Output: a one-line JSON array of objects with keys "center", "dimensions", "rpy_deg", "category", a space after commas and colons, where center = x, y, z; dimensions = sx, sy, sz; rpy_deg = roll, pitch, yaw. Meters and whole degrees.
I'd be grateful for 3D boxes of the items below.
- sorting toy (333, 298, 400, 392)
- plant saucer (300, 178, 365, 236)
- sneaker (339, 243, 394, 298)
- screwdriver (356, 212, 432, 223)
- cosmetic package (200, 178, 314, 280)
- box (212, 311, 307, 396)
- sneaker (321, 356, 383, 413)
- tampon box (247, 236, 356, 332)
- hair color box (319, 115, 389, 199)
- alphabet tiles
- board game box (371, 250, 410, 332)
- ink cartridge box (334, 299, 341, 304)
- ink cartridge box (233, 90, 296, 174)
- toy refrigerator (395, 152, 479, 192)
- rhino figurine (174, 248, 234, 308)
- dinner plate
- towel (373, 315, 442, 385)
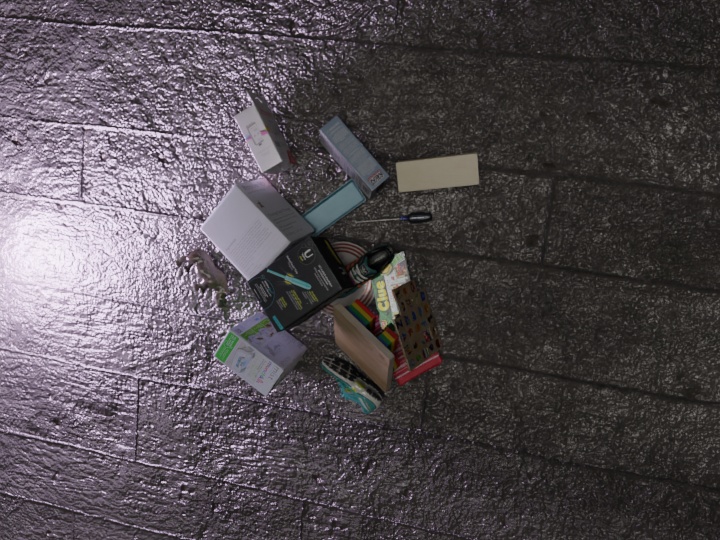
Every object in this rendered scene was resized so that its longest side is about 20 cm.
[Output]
[{"center": [0.023, 0.185, 1.373], "dimensions": [0.069, 0.199, 0.200], "rpy_deg": [-37, 63, -23], "category": "sorting toy"}, {"center": [-0.081, -0.160, 1.434], "dimensions": [0.199, 0.019, 0.070], "rpy_deg": [-34, 90, 15], "category": "plant saucer"}, {"center": [0.000, 0.000, 1.365], "dimensions": [0.200, 0.080, 0.072], "rpy_deg": [-39, 89, 3], "category": "sneaker"}, {"center": [0.086, -0.136, 1.395], "dimensions": [0.198, 0.028, 0.029], "rpy_deg": [1, 127, 8], "category": "screwdriver"}, {"center": [-0.265, -0.106, 1.393], "dimensions": [0.200, 0.167, 0.166], "rpy_deg": [46, 112, 1], "category": "cosmetic package"}, {"center": [-0.259, 0.214, 1.430], "dimensions": [0.176, 0.200, 0.097], "rpy_deg": [36, 104, 4], "category": "box"}, {"center": [-0.033, 0.315, 1.465], "dimensions": [0.200, 0.077, 0.080], "rpy_deg": [40, 112, 4], "category": "sneaker"}, {"center": [-0.141, 0.032, 1.318], "dimensions": [0.199, 0.126, 0.150], "rpy_deg": [-34, 83, 14], "category": "tampon box"}, {"center": [-0.017, -0.283, 1.356], "dimensions": [0.061, 0.099, 0.200], "rpy_deg": [-40, 88, -5], "category": "hair color box"}, {"center": [0.138, 0.131, 1.361], "dimensions": [0.008, 0.167, 0.201], "rpy_deg": [-15, 95, 40], "category": "alphabet tiles"}, {"center": [0.086, 0.057, 1.408], "dimensions": [0.104, 0.023, 0.201], "rpy_deg": [-13, 88, 6], "category": "board game box"}, {"center": [-0.116, 0.048, 1.460], "dimensions": [0.199, 0.039, 0.100], "rpy_deg": [-8, 95, 12], "category": "ink cartridge box"}, {"center": [-0.253, -0.354, 1.391], "dimensions": [0.067, 0.116, 0.201], "rpy_deg": [-25, 91, 14], "category": "ink cartridge box"}, {"center": [0.193, -0.246, 1.341], "dimensions": [0.199, 0.070, 0.076], "rpy_deg": [-5, 104, 13], "category": "toy refrigerator"}, {"center": [-0.425, 0.027, 1.508], "dimensions": [0.087, 0.060, 0.200], "rpy_deg": [-37, 93, 3], "category": "rhino figurine"}, {"center": [-0.050, 0.024, 1.420], "dimensions": [0.199, 0.024, 0.202], "rpy_deg": [-1, 94, -16], "category": "dinner plate"}, {"center": [0.113, 0.196, 1.442], "dimensions": [0.144, 0.022, 0.201], "rpy_deg": [-33, 89, 16], "category": "towel"}]
